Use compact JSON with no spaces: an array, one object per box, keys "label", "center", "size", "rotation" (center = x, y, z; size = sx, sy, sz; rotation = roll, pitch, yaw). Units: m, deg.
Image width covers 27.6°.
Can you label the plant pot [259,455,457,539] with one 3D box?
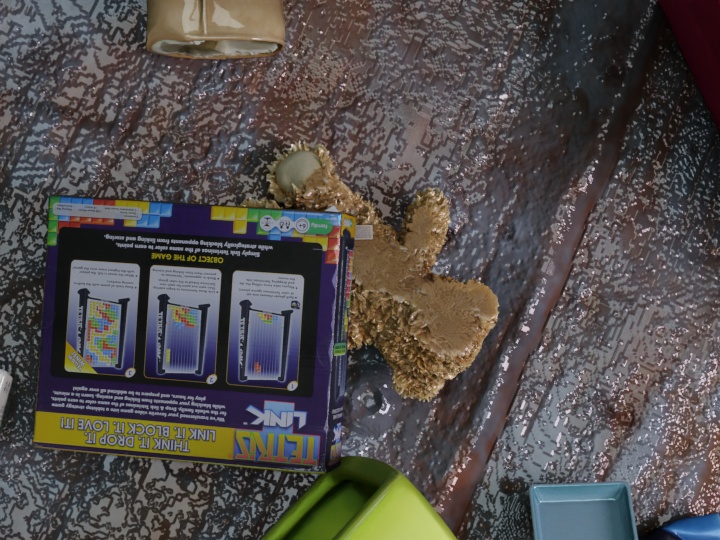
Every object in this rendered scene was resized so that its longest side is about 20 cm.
[{"label":"plant pot","center":[0.000,0.251,0.907],"size":[0.200,0.199,0.182],"rotation":[-45,95,-11]}]

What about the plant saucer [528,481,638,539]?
[{"label":"plant saucer","center":[0.150,0.221,0.932],"size":[0.069,0.019,0.201],"rotation":[-2,44,2]}]

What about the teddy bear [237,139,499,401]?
[{"label":"teddy bear","center":[0.000,0.000,1.009],"size":[0.198,0.067,0.146],"rotation":[21,71,3]}]

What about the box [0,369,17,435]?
[{"label":"box","center":[-0.291,0.152,0.945],"size":[0.081,0.068,0.202],"rotation":[16,81,-6]}]

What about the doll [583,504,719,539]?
[{"label":"doll","center":[0.233,0.229,1.008],"size":[0.199,0.048,0.137],"rotation":[36,81,5]}]

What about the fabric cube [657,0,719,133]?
[{"label":"fabric cube","center":[0.335,-0.154,0.978],"size":[0.195,0.200,0.201],"rotation":[-25,86,5]}]

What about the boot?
[{"label":"boot","center":[-0.142,-0.251,1.018],"size":[0.173,0.066,0.202],"rotation":[-3,84,-7]}]

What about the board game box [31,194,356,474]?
[{"label":"board game box","center":[-0.107,0.039,0.955],"size":[0.198,0.057,0.167],"rotation":[5,91,10]}]
